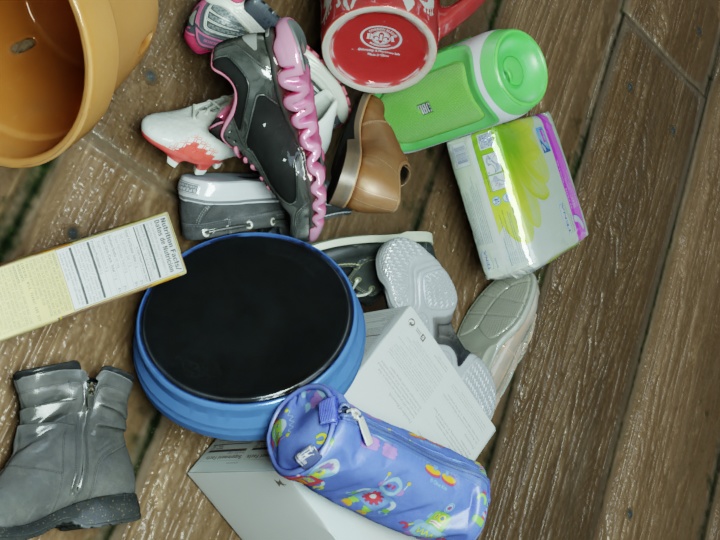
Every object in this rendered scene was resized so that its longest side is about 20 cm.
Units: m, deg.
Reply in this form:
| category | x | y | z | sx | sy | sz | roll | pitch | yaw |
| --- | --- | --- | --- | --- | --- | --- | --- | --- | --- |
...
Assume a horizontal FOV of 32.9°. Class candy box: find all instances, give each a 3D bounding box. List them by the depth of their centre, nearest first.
| category | x | y | z | sx | sy | sz | roll | pitch | yaw |
| --- | --- | --- | --- | --- | --- | --- | --- | --- | --- |
| candy box | -0.248 | 0.014 | 0.938 | 0.199 | 0.115 | 0.056 | -23 | 98 | -39 |

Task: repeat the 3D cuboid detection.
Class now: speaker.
| category | x | y | z | sx | sy | sz | roll | pitch | yaw |
| --- | --- | --- | --- | --- | --- | --- | --- | --- | --- |
| speaker | 0.087 | -0.172 | 1.193 | 0.088 | 0.199 | 0.090 | 8 | 77 | -38 |

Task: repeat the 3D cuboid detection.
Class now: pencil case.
| category | x | y | z | sx | sy | sz | roll | pitch | yaw |
| --- | --- | --- | --- | --- | --- | --- | --- | --- | --- |
| pencil case | 0.020 | 0.156 | 0.959 | 0.199 | 0.086 | 0.079 | 31 | 43 | -32 |

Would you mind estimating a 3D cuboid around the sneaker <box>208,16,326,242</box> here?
| category | x | y | z | sx | sy | sz | roll | pitch | yaw |
| --- | --- | --- | --- | --- | --- | --- | --- | --- | --- |
| sneaker | -0.080 | -0.114 | 1.045 | 0.094 | 0.079 | 0.203 | -10 | 118 | 0 |

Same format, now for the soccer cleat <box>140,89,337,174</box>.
| category | x | y | z | sx | sy | sz | roll | pitch | yaw |
| --- | --- | --- | --- | --- | --- | --- | --- | --- | --- |
| soccer cleat | -0.105 | -0.134 | 1.092 | 0.198 | 0.086 | 0.069 | 1 | 38 | -40 |

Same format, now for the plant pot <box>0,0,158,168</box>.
| category | x | y | z | sx | sy | sz | roll | pitch | yaw |
| --- | --- | --- | --- | --- | --- | --- | --- | --- | --- |
| plant pot | -0.248 | -0.199 | 0.939 | 0.202 | 0.198 | 0.140 | 61 | 36 | -13 |

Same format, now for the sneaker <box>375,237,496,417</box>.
| category | x | y | z | sx | sy | sz | roll | pitch | yaw |
| --- | --- | --- | --- | --- | --- | --- | --- | --- | --- |
| sneaker | 0.047 | 0.065 | 1.173 | 0.075 | 0.113 | 0.202 | -37 | 108 | -32 |

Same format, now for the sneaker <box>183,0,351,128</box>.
| category | x | y | z | sx | sy | sz | roll | pitch | yaw |
| --- | --- | --- | --- | --- | --- | --- | --- | --- | --- |
| sneaker | -0.085 | -0.195 | 1.146 | 0.075 | 0.081 | 0.200 | -48 | 130 | 5 |

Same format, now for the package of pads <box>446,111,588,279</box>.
| category | x | y | z | sx | sy | sz | roll | pitch | yaw |
| --- | --- | --- | --- | --- | --- | --- | --- | --- | --- |
| package of pads | 0.170 | -0.080 | 1.296 | 0.199 | 0.067 | 0.157 | -22 | 96 | -61 |

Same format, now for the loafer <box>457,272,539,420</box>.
| category | x | y | z | sx | sy | sz | roll | pitch | yaw |
| --- | --- | --- | --- | --- | --- | --- | --- | --- | --- |
| loafer | 0.136 | 0.092 | 1.282 | 0.201 | 0.071 | 0.063 | -59 | 134 | -24 |

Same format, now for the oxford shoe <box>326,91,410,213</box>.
| category | x | y | z | sx | sy | sz | roll | pitch | yaw |
| --- | --- | --- | --- | --- | --- | --- | --- | --- | --- |
| oxford shoe | 0.012 | -0.106 | 1.136 | 0.070 | 0.072 | 0.201 | 18 | 32 | -8 |

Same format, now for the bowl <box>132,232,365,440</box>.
| category | x | y | z | sx | sy | sz | roll | pitch | yaw |
| --- | --- | --- | --- | --- | --- | --- | --- | --- | --- |
| bowl | -0.094 | 0.047 | 1.020 | 0.201 | 0.199 | 0.040 | -49 | 153 | -33 |

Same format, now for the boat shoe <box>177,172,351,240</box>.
| category | x | y | z | sx | sy | sz | roll | pitch | yaw |
| --- | --- | --- | --- | --- | --- | --- | --- | --- | --- |
| boat shoe | -0.082 | -0.052 | 1.125 | 0.198 | 0.069 | 0.067 | -3 | 104 | -44 |

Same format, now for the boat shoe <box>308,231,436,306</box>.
| category | x | y | z | sx | sy | sz | roll | pitch | yaw |
| --- | --- | --- | --- | --- | --- | --- | --- | --- | --- |
| boat shoe | 0.000 | 0.000 | 1.175 | 0.198 | 0.071 | 0.069 | -2 | 83 | -43 |

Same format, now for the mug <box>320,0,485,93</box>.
| category | x | y | z | sx | sy | sz | roll | pitch | yaw |
| --- | --- | --- | --- | --- | --- | --- | --- | --- | --- |
| mug | 0.038 | -0.284 | 1.152 | 0.134 | 0.175 | 0.202 | 52 | 31 | -45 |

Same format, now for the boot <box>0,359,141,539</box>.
| category | x | y | z | sx | sy | sz | roll | pitch | yaw |
| --- | --- | --- | --- | --- | --- | --- | --- | --- | --- |
| boot | -0.261 | 0.141 | 0.946 | 0.199 | 0.069 | 0.134 | 2 | 78 | -50 |

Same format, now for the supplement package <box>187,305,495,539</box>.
| category | x | y | z | sx | sy | sz | roll | pitch | yaw |
| --- | --- | --- | --- | --- | --- | --- | --- | --- | --- |
| supplement package | -0.014 | 0.160 | 1.083 | 0.153 | 0.150 | 0.200 | 54 | 54 | -19 |
